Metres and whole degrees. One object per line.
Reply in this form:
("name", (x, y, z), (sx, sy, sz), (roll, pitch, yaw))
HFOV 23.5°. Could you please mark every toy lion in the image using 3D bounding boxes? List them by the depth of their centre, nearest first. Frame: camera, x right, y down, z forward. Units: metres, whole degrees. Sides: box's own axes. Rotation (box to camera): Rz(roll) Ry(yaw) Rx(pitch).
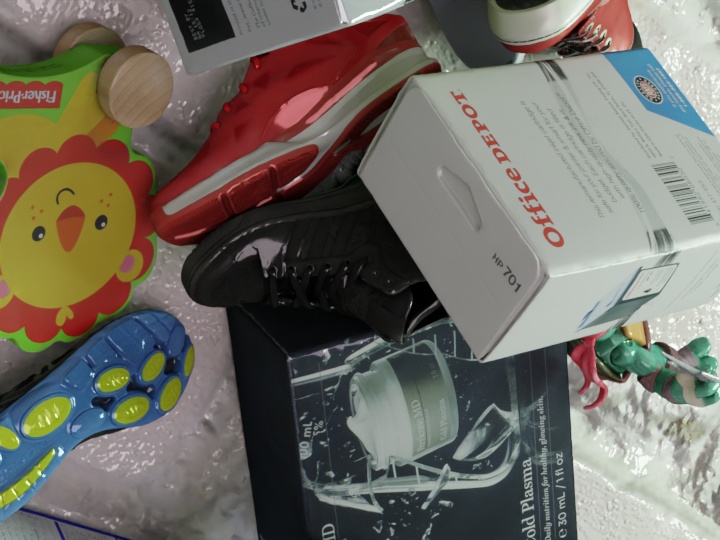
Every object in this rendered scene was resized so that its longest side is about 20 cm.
("toy lion", (-0.195, -0.044, 1.004), (0.199, 0.068, 0.193), (-5, 115, -45))

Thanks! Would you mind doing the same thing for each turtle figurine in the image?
("turtle figurine", (0.183, 0.031, 1.160), (0.100, 0.200, 0.151), (-20, 75, 16))

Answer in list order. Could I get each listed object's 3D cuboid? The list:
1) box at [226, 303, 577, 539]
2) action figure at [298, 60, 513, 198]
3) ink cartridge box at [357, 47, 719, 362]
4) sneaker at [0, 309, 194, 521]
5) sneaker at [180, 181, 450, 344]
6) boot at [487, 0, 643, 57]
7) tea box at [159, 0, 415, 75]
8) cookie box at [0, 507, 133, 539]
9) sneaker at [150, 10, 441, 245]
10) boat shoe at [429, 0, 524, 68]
("box", (0.029, 0.100, 1.150), (0.195, 0.124, 0.202), (-14, 113, -19))
("action figure", (0.019, -0.066, 1.112), (0.199, 0.055, 0.118), (-27, 160, -1))
("ink cartridge box", (0.121, -0.044, 1.002), (0.199, 0.147, 0.086), (-12, 149, -37))
("sneaker", (-0.188, 0.083, 1.069), (0.199, 0.082, 0.071), (-35, 114, -29))
("sneaker", (0.000, 0.002, 1.042), (0.198, 0.105, 0.060), (-20, 143, -15))
("boot", (0.138, -0.145, 1.094), (0.200, 0.072, 0.145), (-56, 140, -53))
("tea box", (-0.023, -0.237, 0.938), (0.196, 0.133, 0.201), (-31, 105, -43))
("cookie box", (-0.215, 0.250, 1.110), (0.199, 0.075, 0.172), (21, 99, -29))
("sneaker", (-0.060, -0.107, 1.060), (0.199, 0.078, 0.116), (-31, 73, -9))
("boat shoe", (0.065, -0.222, 1.090), (0.201, 0.069, 0.066), (61, 41, -28))
